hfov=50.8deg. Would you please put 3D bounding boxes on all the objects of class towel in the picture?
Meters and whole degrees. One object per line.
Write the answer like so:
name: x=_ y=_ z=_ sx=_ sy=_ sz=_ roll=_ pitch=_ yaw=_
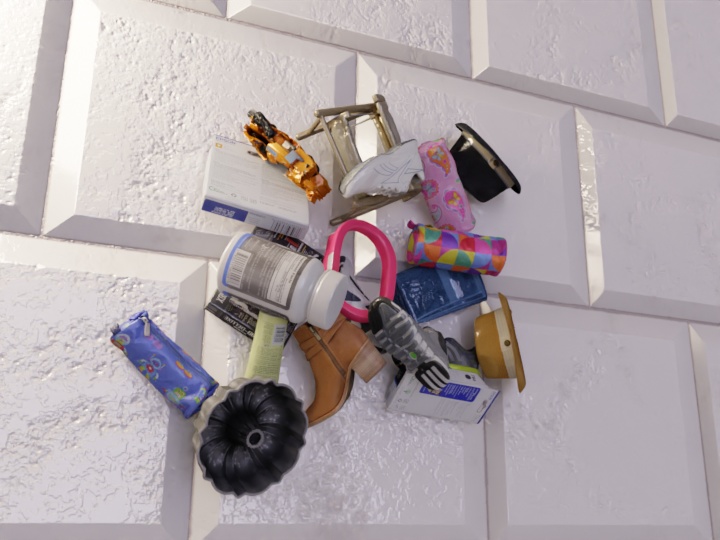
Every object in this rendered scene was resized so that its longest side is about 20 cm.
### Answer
towel: x=0.156 y=0.035 z=1.516 sx=0.199 sy=0.049 sz=0.113 roll=-17 pitch=81 yaw=-26

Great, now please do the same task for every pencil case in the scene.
pencil case: x=0.187 y=-0.043 z=1.491 sx=0.198 sy=0.088 sz=0.089 roll=11 pitch=70 yaw=-9
pencil case: x=0.167 y=-0.164 z=1.536 sx=0.087 sy=0.087 sz=0.201 roll=-33 pitch=107 yaw=-28
pencil case: x=-0.323 y=0.151 z=1.254 sx=0.200 sy=0.087 sz=0.078 roll=47 pitch=41 yaw=-5

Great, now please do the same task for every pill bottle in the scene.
pill bottle: x=-0.128 y=0.019 z=1.265 sx=0.199 sy=0.114 sz=0.114 roll=21 pitch=65 yaw=12

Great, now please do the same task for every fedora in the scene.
fedora: x=0.243 y=-0.212 z=1.590 sx=0.092 sy=0.201 sz=0.201 roll=-42 pitch=94 yaw=8
fedora: x=0.270 y=0.146 z=1.494 sx=0.081 sy=0.201 sz=0.202 roll=-13 pitch=78 yaw=12

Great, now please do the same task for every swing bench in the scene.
swing bench: x=0.011 y=-0.221 z=1.478 sx=0.199 sy=0.130 sz=0.200 roll=-21 pitch=86 yaw=-27

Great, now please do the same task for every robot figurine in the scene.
robot figurine: x=-0.141 y=-0.213 z=1.387 sx=0.058 sy=0.145 sz=0.200 roll=-45 pitch=62 yaw=-5

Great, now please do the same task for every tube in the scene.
tube: x=-0.168 y=0.168 z=1.309 sx=0.058 sy=0.052 sz=0.202 roll=14 pitch=100 yaw=21

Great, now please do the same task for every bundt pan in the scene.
bundt pan: x=-0.190 y=0.264 z=1.252 sx=0.200 sy=0.076 sz=0.204 roll=-9 pitch=107 yaw=-33

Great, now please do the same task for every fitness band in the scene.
fitness band: x=0.000 y=0.000 z=1.389 sx=0.143 sy=0.037 sz=0.201 roll=25 pitch=54 yaw=-25

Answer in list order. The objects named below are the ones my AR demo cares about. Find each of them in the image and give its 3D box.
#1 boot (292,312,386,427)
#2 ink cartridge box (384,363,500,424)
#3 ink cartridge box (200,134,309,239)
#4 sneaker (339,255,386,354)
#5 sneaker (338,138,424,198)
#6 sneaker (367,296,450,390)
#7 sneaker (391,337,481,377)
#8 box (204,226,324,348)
boot: x=-0.070 y=0.167 z=1.329 sx=0.155 sy=0.200 sz=0.077 roll=45 pitch=20 yaw=2
ink cartridge box: x=0.154 y=0.231 z=1.430 sx=0.198 sy=0.100 sz=0.039 roll=14 pitch=33 yaw=-19
ink cartridge box: x=-0.192 y=-0.156 z=1.406 sx=0.195 sy=0.043 sz=0.201 roll=16 pitch=37 yaw=-18
sneaker: x=0.008 y=0.074 z=1.428 sx=0.129 sy=0.079 sz=0.201 roll=5 pitch=64 yaw=-31
sneaker: x=0.046 y=-0.170 z=1.372 sx=0.199 sy=0.074 sz=0.088 roll=-29 pitch=96 yaw=-32
sneaker: x=0.092 y=0.115 z=1.370 sx=0.200 sy=0.075 sz=0.116 roll=52 pitch=24 yaw=-9
sneaker: x=0.147 y=0.167 z=1.468 sx=0.199 sy=0.074 sz=0.082 roll=19 pitch=61 yaw=-25
box: x=-0.165 y=0.026 z=1.379 sx=0.157 sy=0.050 sz=0.201 roll=33 pitch=64 yaw=-11
